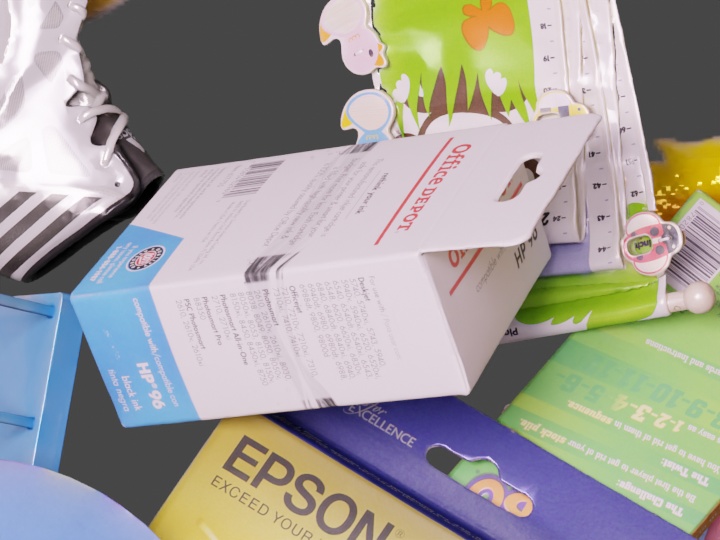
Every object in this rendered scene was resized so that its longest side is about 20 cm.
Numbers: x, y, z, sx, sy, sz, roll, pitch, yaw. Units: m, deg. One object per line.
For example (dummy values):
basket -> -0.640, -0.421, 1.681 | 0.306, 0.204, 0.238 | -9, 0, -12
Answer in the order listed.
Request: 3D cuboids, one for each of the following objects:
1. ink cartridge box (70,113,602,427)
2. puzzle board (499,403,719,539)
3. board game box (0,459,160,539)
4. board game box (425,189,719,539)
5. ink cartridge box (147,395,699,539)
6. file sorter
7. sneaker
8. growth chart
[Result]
ink cartridge box -> 0.000, 0.000, 1.109 | 0.200, 0.116, 0.068 | -7, 117, 27
puzzle board -> 0.094, 0.174, 1.148 | 0.151, 0.017, 0.200 | 21, 83, 11
board game box -> -0.153, 0.172, 1.049 | 0.200, 0.039, 0.158 | -42, 89, -19
board game box -> 0.114, 0.070, 1.145 | 0.096, 0.030, 0.200 | 39, 79, 19
ink cartridge box -> 0.007, 0.140, 1.096 | 0.197, 0.047, 0.200 | 29, 77, 16
file sorter -> -0.211, 0.100, 1.124 | 0.123, 0.139, 0.200 | 14, 80, -31
sneaker -> -0.127, -0.088, 1.210 | 0.115, 0.076, 0.201 | 24, 92, 3
growth chart -> 0.058, -0.062, 1.156 | 0.145, 0.018, 0.200 | -17, 88, 26
